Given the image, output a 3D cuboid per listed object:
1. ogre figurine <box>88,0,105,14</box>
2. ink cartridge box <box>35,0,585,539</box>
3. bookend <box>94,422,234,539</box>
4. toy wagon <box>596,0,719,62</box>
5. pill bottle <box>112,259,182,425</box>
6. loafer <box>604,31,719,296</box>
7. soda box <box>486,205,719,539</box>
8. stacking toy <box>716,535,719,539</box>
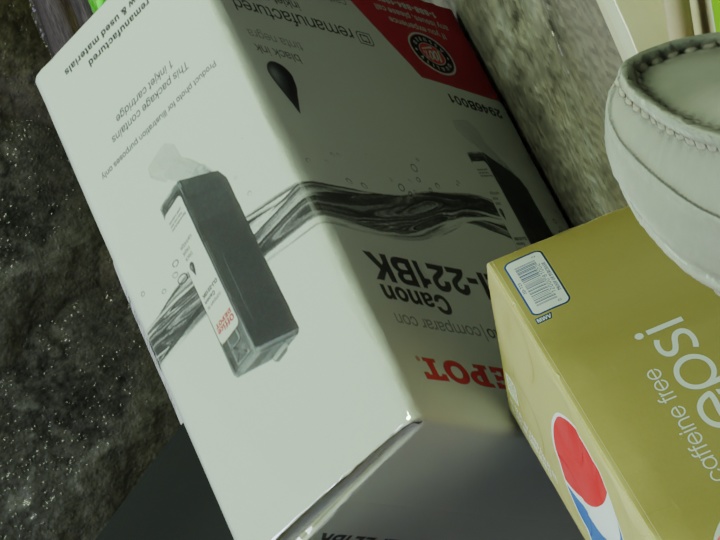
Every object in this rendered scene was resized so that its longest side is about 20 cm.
[{"bbox_3d":[-0.121,-0.113,1.582,0.120,0.097,0.201,-95,10,-45],"label":"ogre figurine"},{"bbox_3d":[0.000,0.000,0.890,0.144,0.084,0.201,11,-135,-48],"label":"ink cartridge box"},{"bbox_3d":[-0.016,0.167,0.979,0.198,0.200,0.092,34,-172,-27],"label":"bookend"},{"bbox_3d":[0.077,-0.072,0.619,0.200,0.039,0.156,-121,14,-51],"label":"toy wagon"},{"bbox_3d":[-0.066,0.001,1.422,0.115,0.114,0.201,85,162,-61],"label":"pill bottle"},{"bbox_3d":[0.103,-0.025,0.449,0.200,0.070,0.070,19,128,59],"label":"loafer"},{"bbox_3d":[0.103,0.073,0.726,0.068,0.064,0.200,78,168,-48],"label":"soda box"},{"bbox_3d":[0.078,0.096,0.481,0.146,0.199,0.147,158,90,-81],"label":"stacking toy"}]
